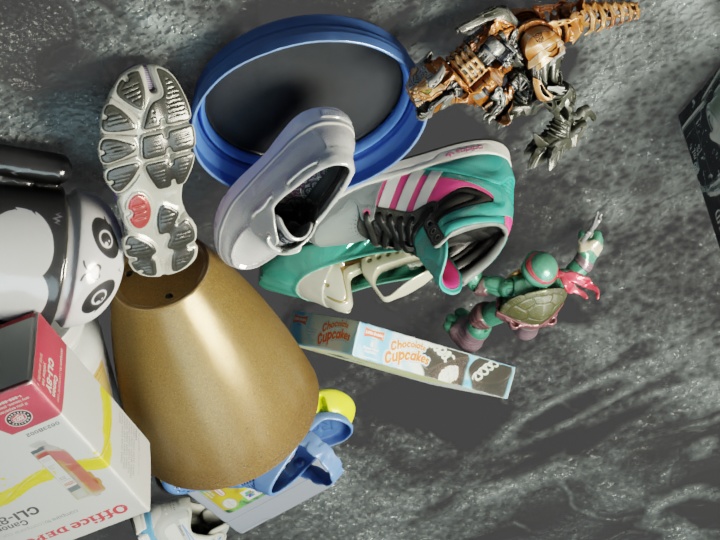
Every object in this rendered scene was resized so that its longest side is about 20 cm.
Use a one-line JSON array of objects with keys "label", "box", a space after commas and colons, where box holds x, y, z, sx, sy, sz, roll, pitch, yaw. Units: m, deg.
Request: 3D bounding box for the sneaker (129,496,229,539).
[{"label": "sneaker", "box": [-0.177, 0.313, 2.092, 0.086, 0.075, 0.200, -27, 143, 11]}]

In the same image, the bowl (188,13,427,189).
[{"label": "bowl", "box": [-0.045, -0.136, 1.522, 0.200, 0.039, 0.201, -8, 145, -6]}]

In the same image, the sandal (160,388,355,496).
[{"label": "sandal", "box": [-0.095, 0.178, 1.757, 0.199, 0.087, 0.080, -17, 142, 0]}]

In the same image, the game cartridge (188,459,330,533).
[{"label": "game cartridge", "box": [-0.116, 0.191, 1.856, 0.133, 0.041, 0.200, -32, 139, 10]}]

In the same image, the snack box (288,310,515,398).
[{"label": "snack box", "box": [0.040, 0.083, 1.806, 0.200, 0.037, 0.116, 17, 174, -35]}]

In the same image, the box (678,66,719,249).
[{"label": "box", "box": [0.389, -0.108, 1.547, 0.124, 0.201, 0.197, 8, 140, -24]}]

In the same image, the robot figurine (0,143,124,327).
[{"label": "robot figurine", "box": [-0.298, -0.015, 1.539, 0.199, 0.125, 0.150, 6, 143, -18]}]

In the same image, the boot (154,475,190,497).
[{"label": "boot", "box": [-0.144, 0.143, 1.865, 0.199, 0.069, 0.174, -26, 145, 2]}]

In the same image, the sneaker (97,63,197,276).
[{"label": "sneaker", "box": [-0.184, -0.088, 1.524, 0.080, 0.084, 0.201, -11, 131, -17]}]

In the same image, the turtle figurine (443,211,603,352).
[{"label": "turtle figurine", "box": [0.152, 0.011, 1.742, 0.149, 0.101, 0.200, 6, 151, -11]}]

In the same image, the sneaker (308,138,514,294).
[{"label": "sneaker", "box": [0.048, -0.031, 1.626, 0.199, 0.121, 0.084, -19, 145, 11]}]

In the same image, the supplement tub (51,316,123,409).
[{"label": "supplement tub", "box": [-0.298, 0.106, 1.685, 0.144, 0.145, 0.200, -10, 136, -3]}]

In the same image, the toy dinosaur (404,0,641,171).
[{"label": "toy dinosaur", "box": [0.137, -0.164, 1.493, 0.199, 0.102, 0.136, -13, 131, 7]}]

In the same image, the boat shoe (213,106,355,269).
[{"label": "boat shoe", "box": [-0.061, -0.052, 1.541, 0.072, 0.069, 0.200, 15, 137, -33]}]

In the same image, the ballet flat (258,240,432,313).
[{"label": "ballet flat", "box": [0.000, 0.000, 1.699, 0.199, 0.071, 0.067, -16, 146, 7]}]

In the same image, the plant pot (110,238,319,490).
[{"label": "plant pot", "box": [-0.153, 0.068, 1.676, 0.186, 0.187, 0.200, -15, 136, 5]}]

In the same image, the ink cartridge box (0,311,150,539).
[{"label": "ink cartridge box", "box": [-0.286, 0.145, 1.563, 0.145, 0.084, 0.200, -21, 134, 14]}]
